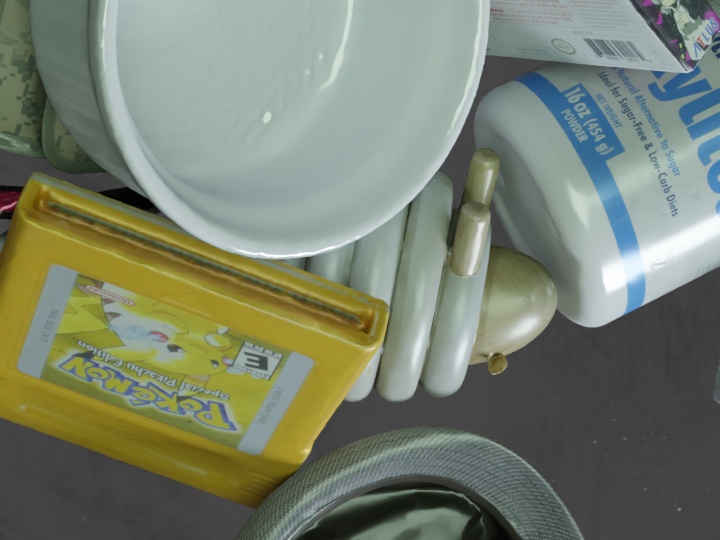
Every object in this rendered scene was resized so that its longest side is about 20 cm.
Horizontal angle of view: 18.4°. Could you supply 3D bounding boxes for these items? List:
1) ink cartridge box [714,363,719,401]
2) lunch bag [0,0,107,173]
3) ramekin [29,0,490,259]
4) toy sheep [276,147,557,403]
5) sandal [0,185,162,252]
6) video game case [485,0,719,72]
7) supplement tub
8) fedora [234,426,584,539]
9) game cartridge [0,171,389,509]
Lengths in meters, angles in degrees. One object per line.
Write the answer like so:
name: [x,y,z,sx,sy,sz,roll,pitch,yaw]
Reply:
ink cartridge box: [0.301,0.060,1.169,0.198,0.116,0.068,10,95,-11]
lunch bag: [-0.154,-0.144,1.056,0.198,0.118,0.165,13,113,-13]
ramekin: [-0.049,-0.113,0.984,0.199,0.097,0.202,-10,108,-32]
toy sheep: [0.000,0.000,1.110,0.198,0.138,0.139,13,95,3]
sandal: [-0.165,-0.026,1.094,0.199,0.075,0.045,-21,91,7]
video game case: [0.050,-0.169,1.037,0.181,0.199,0.036,47,71,-30]
supplement tub: [0.170,-0.069,1.125,0.199,0.132,0.133,-27,101,-9]
fedora: [0.017,0.165,1.153,0.200,0.090,0.177,-41,101,4]
game cartridge: [-0.097,0.042,1.068,0.175,0.200,0.033,20,56,-7]
